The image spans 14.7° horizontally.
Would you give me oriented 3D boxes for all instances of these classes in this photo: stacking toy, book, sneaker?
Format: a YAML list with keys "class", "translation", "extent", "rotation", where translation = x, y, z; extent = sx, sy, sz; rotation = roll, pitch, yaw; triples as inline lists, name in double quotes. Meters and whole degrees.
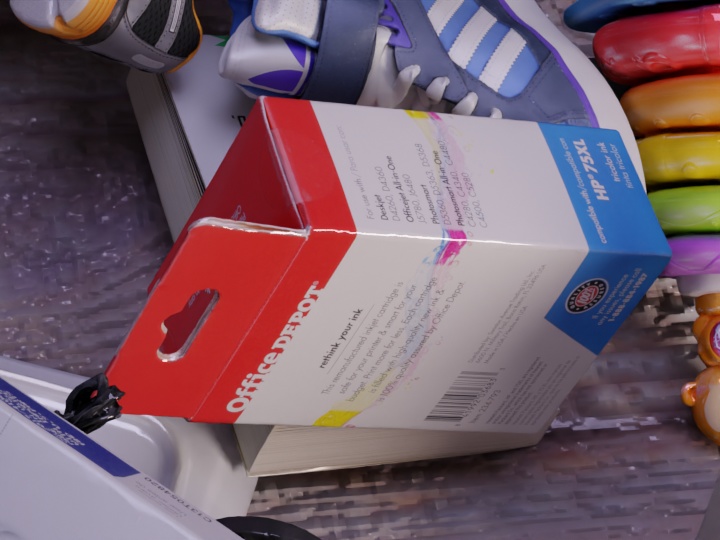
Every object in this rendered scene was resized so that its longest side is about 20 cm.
- class: "stacking toy"
  translation: [0.151, -0.028, 1.161]
  extent: [0.115, 0.110, 0.202]
  rotation: [1, 85, -17]
- class: "book"
  translation: [-0.009, -0.012, 1.170]
  extent: [0.133, 0.048, 0.201]
  rotation: [-1, 52, -28]
- class: "sneaker"
  translation: [-0.104, -0.164, 1.175]
  extent: [0.077, 0.078, 0.201]
  rotation: [33, 44, -39]
- class: "sneaker"
  translation: [0.014, -0.070, 1.157]
  extent: [0.146, 0.081, 0.201]
  rotation: [-14, 61, -29]

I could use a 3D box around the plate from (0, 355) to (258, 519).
- class: "plate"
  translation: [-0.150, 0.106, 1.074]
  extent: [0.199, 0.032, 0.200]
  rotation: [14, 52, 1]

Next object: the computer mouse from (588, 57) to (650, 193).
- class: "computer mouse"
  translation: [0.153, -0.083, 1.252]
  extent: [0.198, 0.046, 0.141]
  rotation: [10, 54, -1]

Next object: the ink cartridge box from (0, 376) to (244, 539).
- class: "ink cartridge box"
  translation: [-0.113, 0.163, 0.955]
  extent: [0.199, 0.041, 0.201]
  rotation: [31, 97, 15]

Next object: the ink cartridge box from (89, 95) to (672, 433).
- class: "ink cartridge box"
  translation: [0.000, 0.000, 1.042]
  extent: [0.199, 0.116, 0.068]
  rotation: [4, 49, -30]

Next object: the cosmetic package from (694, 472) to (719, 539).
- class: "cosmetic package"
  translation: [0.188, 0.102, 1.023]
  extent: [0.081, 0.201, 0.113]
  rotation: [-10, 52, -17]

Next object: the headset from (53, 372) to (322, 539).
- class: "headset"
  translation: [-0.049, 0.130, 1.010]
  extent: [0.200, 0.094, 0.123]
  rotation: [47, 42, 0]
